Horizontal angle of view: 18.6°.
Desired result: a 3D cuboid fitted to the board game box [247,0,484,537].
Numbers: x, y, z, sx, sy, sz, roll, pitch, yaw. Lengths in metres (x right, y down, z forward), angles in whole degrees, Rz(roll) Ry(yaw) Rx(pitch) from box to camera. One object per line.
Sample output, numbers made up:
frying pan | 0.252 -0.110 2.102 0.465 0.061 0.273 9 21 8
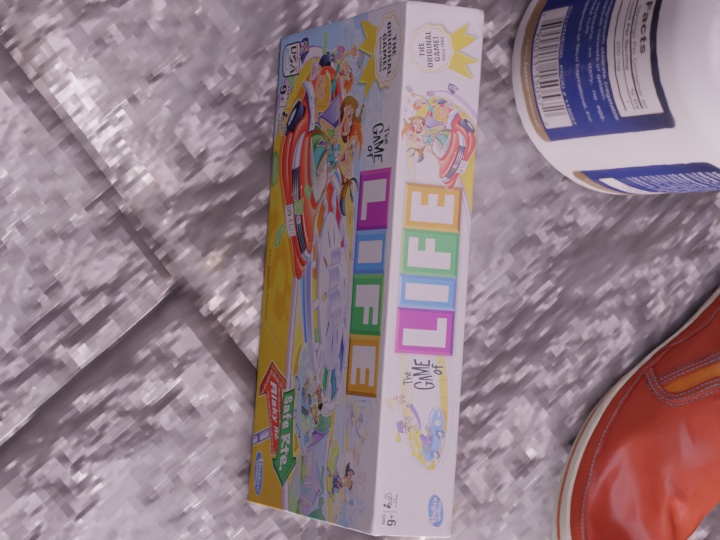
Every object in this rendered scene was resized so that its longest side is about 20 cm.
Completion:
board game box | 0.000 0.000 0.879 0.034 0.134 0.200 5 87 -23

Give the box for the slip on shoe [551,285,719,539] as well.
slip on shoe | 0.158 0.066 0.986 0.200 0.061 0.074 -48 108 -15

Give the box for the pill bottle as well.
pill bottle | 0.154 -0.089 0.909 0.111 0.200 0.111 0 90 -23
